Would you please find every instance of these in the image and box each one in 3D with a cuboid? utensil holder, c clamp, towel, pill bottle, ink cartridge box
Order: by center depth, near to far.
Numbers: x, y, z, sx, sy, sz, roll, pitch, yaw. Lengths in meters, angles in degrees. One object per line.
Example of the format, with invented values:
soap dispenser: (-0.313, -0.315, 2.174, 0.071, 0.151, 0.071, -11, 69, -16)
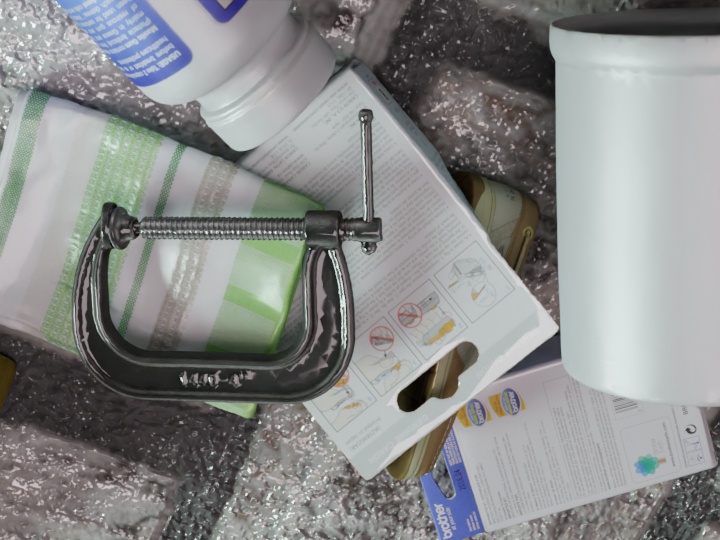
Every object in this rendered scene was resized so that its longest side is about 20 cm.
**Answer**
pill bottle: (-0.107, -0.164, 0.896, 0.112, 0.112, 0.200, -36, 116, 15)
utensil holder: (0.193, -0.042, 0.927, 0.168, 0.170, 0.202, -3, 104, -2)
c clamp: (-0.079, -0.002, 0.951, 0.198, 0.027, 0.173, -5, 107, 9)
towel: (-0.135, -0.008, 0.979, 0.198, 0.031, 0.151, 21, 107, 7)
ink cartridge box: (0.000, 0.000, 0.992, 0.162, 0.057, 0.200, -39, 97, 16)
ink cartridge box: (0.132, 0.105, 1.101, 0.198, 0.042, 0.120, -18, 117, 2)

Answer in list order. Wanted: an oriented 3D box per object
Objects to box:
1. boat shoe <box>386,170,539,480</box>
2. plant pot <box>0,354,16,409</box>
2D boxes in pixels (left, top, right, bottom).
boat shoe: (0.065, 0.041, 1.027, 0.066, 0.074, 0.202, 10, 105, -24)
plant pot: (-0.343, 0.154, 1.000, 0.194, 0.201, 0.195, 19, 115, -15)
